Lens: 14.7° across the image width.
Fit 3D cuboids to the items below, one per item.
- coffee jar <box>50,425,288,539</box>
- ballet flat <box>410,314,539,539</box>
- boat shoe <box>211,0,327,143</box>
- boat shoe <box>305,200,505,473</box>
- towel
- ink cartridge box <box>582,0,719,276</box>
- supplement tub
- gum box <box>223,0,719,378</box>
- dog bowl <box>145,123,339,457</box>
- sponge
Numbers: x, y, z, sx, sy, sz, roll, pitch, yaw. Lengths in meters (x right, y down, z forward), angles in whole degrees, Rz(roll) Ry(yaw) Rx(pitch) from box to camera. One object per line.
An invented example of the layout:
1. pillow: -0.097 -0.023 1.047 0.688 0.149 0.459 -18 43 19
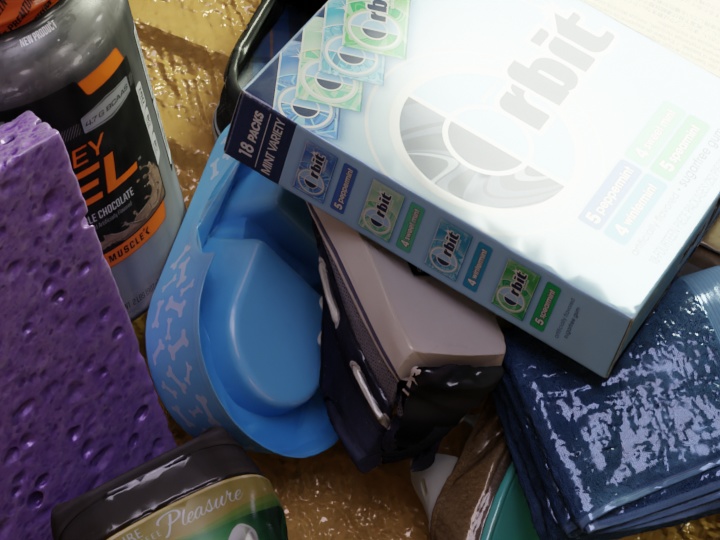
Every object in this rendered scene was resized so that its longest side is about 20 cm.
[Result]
1. coffee jar: -0.054 0.169 1.218 0.104 0.085 0.200 -26 63 -12
2. ballet flat: 0.066 0.077 1.299 0.072 0.068 0.201 11 70 33
3. boat shoe: -0.016 -0.136 1.438 0.068 0.057 0.200 22 58 9
4. boat shoe: 0.000 0.000 1.286 0.074 0.093 0.200 3 49 -26
5. towel: 0.162 0.051 1.253 0.199 0.049 0.112 -16 69 -13
6. ink cartridge box: 0.138 -0.068 1.377 0.199 0.075 0.165 26 54 0
7. supplement tub: -0.155 -0.072 1.284 0.122 0.200 0.123 -8 42 7
8. gum box: 0.067 -0.063 1.264 0.200 0.045 0.170 30 47 11
9. dog bowl: -0.039 -0.001 1.324 0.049 0.111 0.200 -13 45 41
10. sponge: -0.154 0.040 1.234 0.111 0.201 0.030 -33 38 -22
